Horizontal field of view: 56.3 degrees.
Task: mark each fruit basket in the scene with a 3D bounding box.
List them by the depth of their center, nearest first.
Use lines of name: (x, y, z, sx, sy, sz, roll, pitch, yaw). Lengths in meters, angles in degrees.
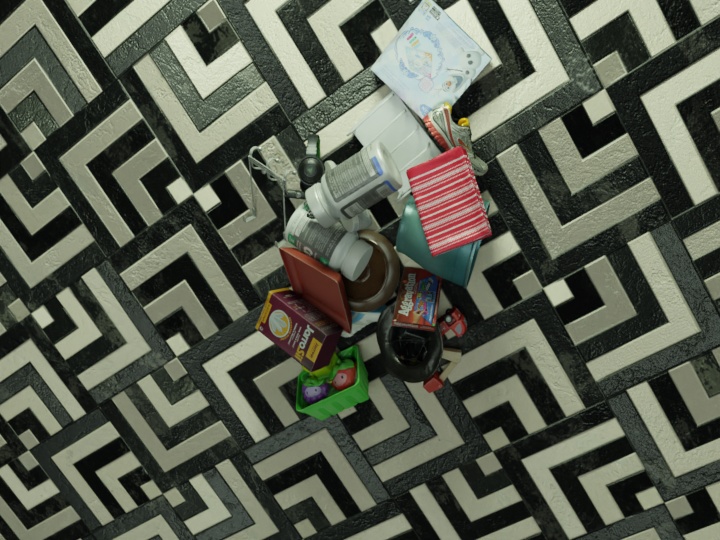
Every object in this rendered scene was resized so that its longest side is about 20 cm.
fruit basket: (-0.093, 0.266, 1.754, 0.209, 0.158, 0.220, -1, 129, -1)

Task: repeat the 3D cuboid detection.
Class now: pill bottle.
pill bottle: (-0.016, -0.182, 1.465, 0.197, 0.114, 0.115, -29, 101, 17)
pill bottle: (-0.074, -0.069, 1.616, 0.198, 0.113, 0.115, 33, 113, 13)

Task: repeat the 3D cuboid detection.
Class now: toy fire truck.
toy fire truck: (0.210, 0.203, 1.721, 0.199, 0.049, 0.142, -40, 97, 20)

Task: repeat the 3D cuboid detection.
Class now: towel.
towel: (0.189, -0.149, 1.452, 0.141, 0.022, 0.205, -19, 82, 16)

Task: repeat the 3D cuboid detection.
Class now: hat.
hat: (0.134, 0.169, 1.660, 0.196, 0.080, 0.207, 1, 91, 33)

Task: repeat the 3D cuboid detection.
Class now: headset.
headset: (-0.100, -0.218, 1.579, 0.091, 0.124, 0.206, 4, 74, 1)

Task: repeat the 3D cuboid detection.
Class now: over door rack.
over door rack: (-0.216, -0.183, 1.643, 0.147, 0.066, 0.204, 35, 129, 32)

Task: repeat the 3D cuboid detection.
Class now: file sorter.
file sorter: (0.079, -0.283, 1.543, 0.138, 0.125, 0.201, -37, 98, 20)

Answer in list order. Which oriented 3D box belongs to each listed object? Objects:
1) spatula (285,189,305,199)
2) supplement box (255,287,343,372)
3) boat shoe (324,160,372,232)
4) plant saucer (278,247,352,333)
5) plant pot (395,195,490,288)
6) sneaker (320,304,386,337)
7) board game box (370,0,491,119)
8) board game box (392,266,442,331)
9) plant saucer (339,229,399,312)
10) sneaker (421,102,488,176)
spatula: (-0.102, -0.184, 1.668, 0.194, 0.021, 0.058, 6, 104, 11)
supplement box: (-0.153, 0.145, 1.677, 0.198, 0.085, 0.112, 34, 111, 24)
boat shoe: (-0.030, -0.181, 1.604, 0.067, 0.202, 0.073, -9, 143, -29)
plant saucer: (-0.100, 0.040, 1.640, 0.197, 0.037, 0.203, 29, 149, 31)
plant pot: (0.185, -0.085, 1.557, 0.183, 0.200, 0.205, 17, 111, 11)
sneaker: (-0.015, 0.122, 1.731, 0.195, 0.077, 0.083, -5, 112, 22)
board game box: (0.157, -0.463, 1.508, 0.199, 0.043, 0.199, 42, 112, -4)
board game box: (0.139, 0.064, 1.610, 0.100, 0.202, 0.020, 6, 129, 9)
plant saucer: (0.000, 0.000, 1.665, 0.194, 0.032, 0.207, -1, 86, 18)
sneaker: (0.228, -0.291, 1.517, 0.082, 0.078, 0.199, -41, 118, 14)
